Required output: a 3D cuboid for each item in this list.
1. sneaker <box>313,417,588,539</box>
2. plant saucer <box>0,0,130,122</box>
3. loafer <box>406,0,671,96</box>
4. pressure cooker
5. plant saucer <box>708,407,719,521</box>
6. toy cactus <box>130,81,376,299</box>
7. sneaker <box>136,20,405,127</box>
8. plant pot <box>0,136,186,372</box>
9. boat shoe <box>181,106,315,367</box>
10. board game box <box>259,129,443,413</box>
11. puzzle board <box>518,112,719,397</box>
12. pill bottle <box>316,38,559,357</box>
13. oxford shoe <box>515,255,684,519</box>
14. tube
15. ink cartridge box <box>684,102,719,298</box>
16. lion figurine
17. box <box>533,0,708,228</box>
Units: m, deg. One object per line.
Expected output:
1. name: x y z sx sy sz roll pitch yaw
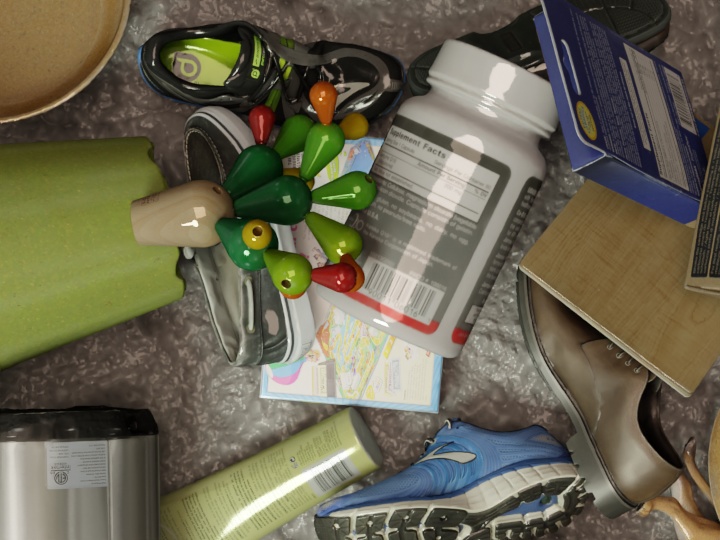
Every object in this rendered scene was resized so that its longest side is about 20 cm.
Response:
1. sneaker: 0.061 0.161 1.254 0.200 0.089 0.079 -12 130 -13
2. plant saucer: -0.268 -0.195 1.278 0.200 0.035 0.200 0 72 1
3. loafer: 0.134 -0.154 1.282 0.200 0.063 0.072 -16 47 0
4. pressure cooker: -0.228 0.195 1.212 0.176 0.179 0.200 -3 86 10
5. plant saucer: 0.353 0.143 1.246 0.200 0.035 0.200 1 82 -9
6. toy cactus: -0.072 -0.048 1.150 0.165 0.102 0.200 -8 46 4
7. sneaker: -0.067 -0.143 1.269 0.200 0.083 0.071 8 90 0
8. plant pot: -0.230 -0.019 1.235 0.190 0.200 0.200 -13 87 -11
9. boat shoe: -0.093 -0.026 1.230 0.071 0.072 0.200 -11 72 -38
10. board game box: 0.000 0.000 1.278 0.134 0.034 0.200 5 93 2
11. puzzle board: 0.226 -0.023 1.247 0.151 0.017 0.200 38 62 6
12. pill bottle: 0.059 -0.051 1.198 0.114 0.114 0.200 26 93 3
13. oxford shoe: 0.176 0.070 1.242 0.084 0.073 0.200 -31 76 26
14. tube: -0.081 0.168 1.278 0.200 0.052 0.058 -30 44 9
15. ink cartridge box: 0.340 -0.042 1.214 0.200 0.075 0.165 15 86 -25
16. lion figurine: 0.228 0.233 1.250 0.122 0.072 0.200 36 87 0
17. box: 0.178 -0.110 1.186 0.032 0.200 0.121 -26 63 30
